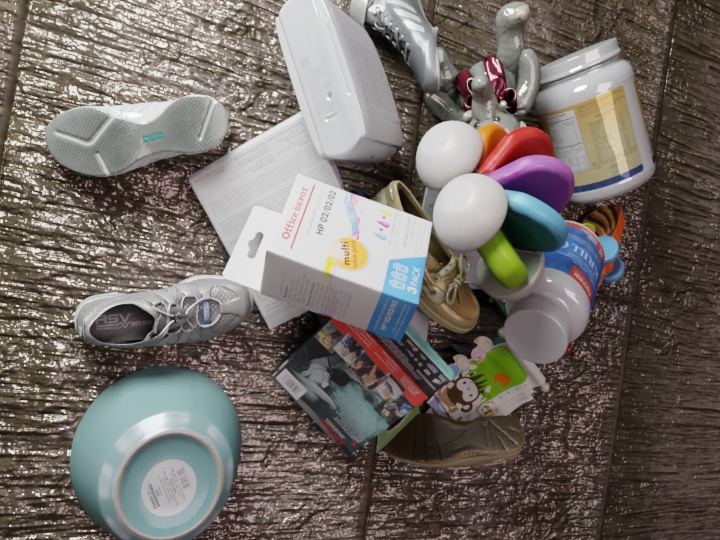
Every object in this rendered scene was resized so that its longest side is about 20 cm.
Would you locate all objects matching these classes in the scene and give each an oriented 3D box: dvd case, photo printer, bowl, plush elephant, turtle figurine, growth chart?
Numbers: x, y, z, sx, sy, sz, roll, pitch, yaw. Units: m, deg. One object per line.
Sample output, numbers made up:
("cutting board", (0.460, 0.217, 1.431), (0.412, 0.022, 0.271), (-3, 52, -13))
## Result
("dvd case", (-0.004, 0.124, 0.709), (0.146, 0.200, 0.022), (44, 33, -1))
("photo printer", (-0.013, -0.210, 0.696), (0.068, 0.199, 0.172), (-18, 92, 20))
("bowl", (-0.217, 0.218, 0.663), (0.194, 0.104, 0.209), (-1, 93, -26))
("plush elephant", (0.165, -0.212, 0.781), (0.159, 0.157, 0.204), (-13, 120, 16))
("turtle figurine", (0.231, 0.098, 0.880), (0.197, 0.100, 0.153), (-32, 100, -12))
("growth chart", (0.166, 0.177, 0.843), (0.144, 0.018, 0.200), (38, 112, -19))

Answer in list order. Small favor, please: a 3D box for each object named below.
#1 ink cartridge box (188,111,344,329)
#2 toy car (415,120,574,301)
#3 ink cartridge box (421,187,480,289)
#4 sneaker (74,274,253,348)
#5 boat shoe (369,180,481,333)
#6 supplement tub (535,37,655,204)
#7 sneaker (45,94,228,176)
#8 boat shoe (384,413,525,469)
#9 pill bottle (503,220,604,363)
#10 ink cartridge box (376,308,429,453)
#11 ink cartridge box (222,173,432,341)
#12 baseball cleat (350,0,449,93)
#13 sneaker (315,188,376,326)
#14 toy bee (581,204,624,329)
("ink cartridge box", (-0.085, -0.057, 0.701), (0.157, 0.050, 0.204), (-24, 108, 10))
("toy car", (0.162, -0.081, 0.665), (0.147, 0.204, 0.175), (-29, 136, 20))
("ink cartridge box", (0.150, -0.062, 0.825), (0.194, 0.044, 0.179), (1, 112, -26))
("sneaker", (-0.212, 0.056, 0.659), (0.193, 0.082, 0.078), (-11, 102, -19))
("boat shoe", (0.081, -0.012, 0.707), (0.201, 0.062, 0.074), (48, 44, -9))
("supplement tub", (0.343, -0.219, 0.884), (0.142, 0.143, 0.206), (-26, 104, -21))
("sneaker", (-0.237, -0.147, 0.652), (0.193, 0.080, 0.073), (-8, 105, -5))
("boat shoe", (0.129, 0.245, 0.831), (0.192, 0.074, 0.066), (-5, 140, 4))
("pill bottle", (0.260, 0.029, 0.806), (0.114, 0.110, 0.201), (57, 42, -18))
("ink cartridge box", (0.036, 0.117, 0.769), (0.103, 0.058, 0.206), (-30, 132, -46))
("ink cartridge box", (-0.032, -0.021, 0.617), (0.194, 0.069, 0.117), (19, 48, -3))
("baseball cleat", (0.043, -0.305, 0.755), (0.103, 0.070, 0.206), (-11, 67, -5))
("sneaker", (0.000, -0.001, 0.769), (0.143, 0.076, 0.209), (-22, 101, -20))
("toy bee", (0.353, -0.015, 0.934), (0.201, 0.106, 0.134), (-55, 132, -45))
